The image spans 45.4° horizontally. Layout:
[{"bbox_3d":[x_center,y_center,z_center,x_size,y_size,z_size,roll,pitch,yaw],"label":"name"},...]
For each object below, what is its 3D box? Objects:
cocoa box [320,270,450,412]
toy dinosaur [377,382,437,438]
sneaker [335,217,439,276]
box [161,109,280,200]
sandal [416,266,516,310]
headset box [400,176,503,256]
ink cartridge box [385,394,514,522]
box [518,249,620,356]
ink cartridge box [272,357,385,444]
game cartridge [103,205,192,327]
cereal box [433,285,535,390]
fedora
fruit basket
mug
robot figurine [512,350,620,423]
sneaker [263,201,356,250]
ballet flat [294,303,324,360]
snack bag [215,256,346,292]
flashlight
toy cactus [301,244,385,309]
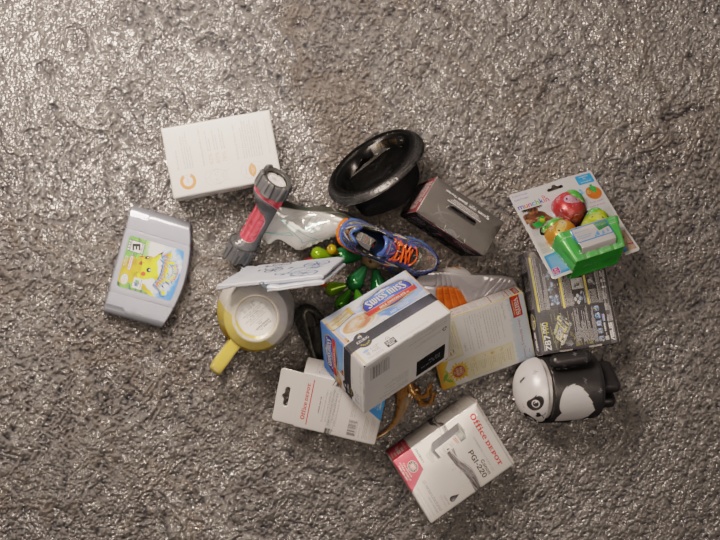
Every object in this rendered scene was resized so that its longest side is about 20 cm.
[{"bbox_3d":[0.044,0.122,1.519,0.198,0.135,0.131,-29,52,-24],"label":"cocoa box"},{"bbox_3d":[0.088,0.237,1.648,0.104,0.060,0.204,9,92,22],"label":"toy dinosaur"},{"bbox_3d":[0.051,-0.036,1.553,0.196,0.078,0.077,16,93,-10],"label":"sneaker"},{"bbox_3d":[-0.251,-0.207,1.567,0.196,0.097,0.127,-11,93,-7],"label":"box"},{"bbox_3d":[0.195,0.032,1.647,0.203,0.059,0.081,2,113,-16],"label":"sandal"},{"bbox_3d":[0.165,-0.095,1.567,0.147,0.200,0.076,32,88,-6],"label":"headset box"},{"bbox_3d":[0.170,0.355,1.637,0.198,0.085,0.147,-34,95,-7],"label":"ink cartridge box"},{"bbox_3d":[0.401,0.053,1.660,0.158,0.049,0.204,-9,82,-8],"label":"box"},{"bbox_3d":[-0.055,0.236,1.592,0.196,0.068,0.118,13,111,0],"label":"ink cartridge box"},{"bbox_3d":[-0.384,-0.004,1.588,0.131,0.040,0.204,15,90,-11],"label":"game cartridge"},{"bbox_3d":[0.227,0.129,1.640,0.197,0.040,0.146,-18,113,-7],"label":"cereal box"},{"bbox_3d":[0.041,-0.167,1.590,0.199,0.201,0.092,-38,126,-4],"label":"fedora"},{"bbox_3d":[0.403,-0.094,1.625,0.182,0.094,0.203,-16,65,-10],"label":"fruit basket"},{"bbox_3d":[-0.190,0.098,1.553,0.146,0.153,0.191,6,91,-7],"label":"mug"},{"bbox_3d":[0.389,0.224,1.638,0.196,0.125,0.154,-3,92,-7],"label":"robot figurine"},{"bbox_3d":[-0.091,-0.080,1.610,0.196,0.071,0.082,7,104,-3],"label":"sneaker"},{"bbox_3d":[-0.065,0.154,1.616,0.066,0.057,0.202,-33,99,-5],"label":"ballet flat"},{"bbox_3d":[-0.136,0.009,1.493,0.196,0.189,0.022,-5,100,10],"label":"snack bag"},{"bbox_3d":[-0.189,-0.094,1.542,0.067,0.068,0.201,33,123,-4],"label":"flashlight"},{"bbox_3d":[0.000,0.000,1.612,0.199,0.102,0.166,36,77,2],"label":"toy cactus"}]
